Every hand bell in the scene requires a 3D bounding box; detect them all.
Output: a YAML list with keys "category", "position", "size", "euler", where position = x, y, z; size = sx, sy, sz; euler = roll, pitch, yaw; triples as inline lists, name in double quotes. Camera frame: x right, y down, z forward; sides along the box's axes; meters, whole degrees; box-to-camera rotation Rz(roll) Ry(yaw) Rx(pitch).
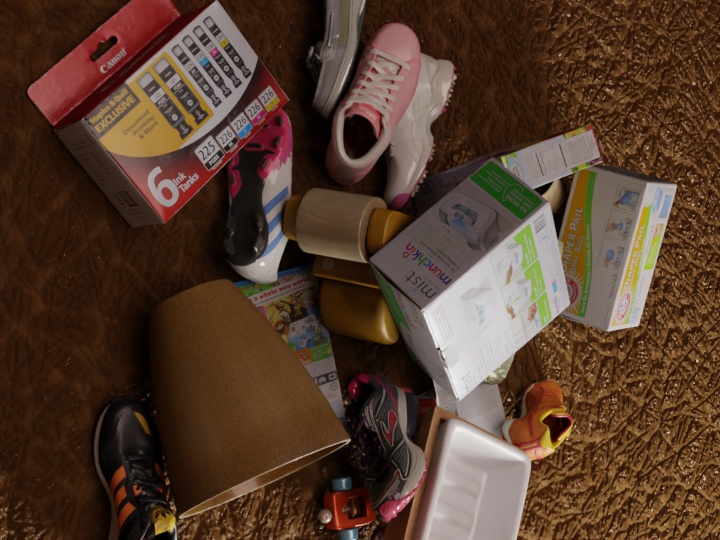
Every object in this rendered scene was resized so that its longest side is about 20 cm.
- category: "hand bell"
  position: [0.265, -0.079, 1.624]
  size: [0.200, 0.104, 0.105]
  euler: [41, 61, -44]

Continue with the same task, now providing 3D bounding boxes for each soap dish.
- category: "soap dish"
  position: [0.106, 0.276, 1.373]
  size: [0.157, 0.081, 0.201]
  euler: [29, 65, -32]

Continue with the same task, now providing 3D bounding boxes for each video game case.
- category: "video game case"
  position: [-0.089, 0.104, 1.339]
  size: [0.143, 0.018, 0.201]
  euler: [-14, 94, -39]

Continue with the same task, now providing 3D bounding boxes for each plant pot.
- category: "plant pot"
  position: [-0.134, 0.119, 1.214]
  size: [0.186, 0.186, 0.201]
  euler: [-16, 76, -39]

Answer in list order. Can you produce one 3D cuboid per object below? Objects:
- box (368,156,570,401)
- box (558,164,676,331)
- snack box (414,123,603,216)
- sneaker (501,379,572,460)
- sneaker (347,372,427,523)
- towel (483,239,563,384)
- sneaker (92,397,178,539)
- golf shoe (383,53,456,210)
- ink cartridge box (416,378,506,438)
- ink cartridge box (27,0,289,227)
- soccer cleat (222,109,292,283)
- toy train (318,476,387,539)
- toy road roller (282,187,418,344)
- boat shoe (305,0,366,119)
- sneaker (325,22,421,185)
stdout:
- category: "box"
  position: [0.123, 0.016, 1.288]
  size: [0.176, 0.097, 0.200]
  euler: [-40, 145, -10]
- category: "box"
  position: [0.326, -0.031, 1.587]
  size: [0.112, 0.101, 0.201]
  euler: [-4, 110, -55]
- category: "snack box"
  position: [0.170, -0.117, 1.443]
  size: [0.142, 0.200, 0.053]
  euler: [-20, 95, -28]
- category: "sneaker"
  position: [0.238, 0.193, 1.531]
  size: [0.200, 0.077, 0.073]
  euler: [-44, 120, -65]
- category: "sneaker"
  position: [0.020, 0.197, 1.346]
  size: [0.074, 0.081, 0.200]
  euler: [31, 26, -23]
- category: "towel"
  position: [0.155, 0.031, 1.429]
  size: [0.148, 0.036, 0.201]
  euler: [23, 96, -34]
- category: "sneaker"
  position: [-0.208, 0.224, 1.180]
  size: [0.070, 0.090, 0.202]
  euler: [-2, 87, -39]
- category: "golf shoe"
  position: [0.049, -0.172, 1.460]
  size: [0.091, 0.075, 0.201]
  euler: [20, 73, -13]
- category: "ink cartridge box"
  position: [0.121, 0.174, 1.485]
  size: [0.109, 0.050, 0.201]
  euler: [-17, 95, -39]
- category: "ink cartridge box"
  position: [-0.203, -0.175, 1.222]
  size: [0.200, 0.084, 0.176]
  euler: [-49, 115, -26]
- category: "soccer cleat"
  position: [-0.108, -0.080, 1.321]
  size: [0.086, 0.069, 0.201]
  euler: [55, 38, -59]
- category: "toy train"
  position: [0.012, 0.328, 1.378]
  size: [0.150, 0.055, 0.201]
  euler: [-8, 88, -39]
- category: "toy road roller"
  position: [0.000, 0.000, 1.328]
  size: [0.200, 0.122, 0.147]
  euler: [20, 81, -64]
- category: "boat shoe"
  position: [-0.032, -0.274, 1.400]
  size: [0.064, 0.074, 0.203]
  euler: [11, 79, -1]
- category: "sneaker"
  position: [0.020, -0.196, 1.375]
  size: [0.075, 0.105, 0.201]
  euler: [24, 84, -3]
